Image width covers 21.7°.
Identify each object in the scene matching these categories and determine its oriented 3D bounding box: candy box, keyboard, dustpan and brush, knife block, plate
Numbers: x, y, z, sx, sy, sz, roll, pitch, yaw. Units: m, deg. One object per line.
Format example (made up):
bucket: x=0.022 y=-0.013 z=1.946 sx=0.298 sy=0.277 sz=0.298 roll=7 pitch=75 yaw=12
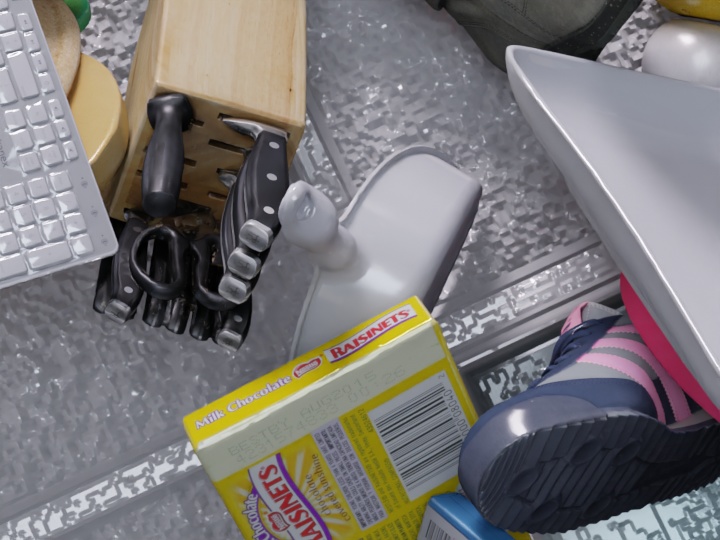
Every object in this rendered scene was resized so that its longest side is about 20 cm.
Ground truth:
candy box: x=0.014 y=0.110 z=0.749 sx=0.102 sy=0.026 sz=0.200 roll=-26 pitch=126 yaw=-3
keyboard: x=-0.150 y=-0.090 z=0.709 sx=0.056 sy=0.011 sz=0.200 roll=-17 pitch=79 yaw=-22
dustpan and brush: x=0.000 y=0.000 z=0.743 sx=0.057 sy=0.200 sz=0.140 roll=25 pitch=82 yaw=5
knife block: x=-0.057 y=-0.067 z=0.763 sx=0.064 sy=0.176 sz=0.200 roll=16 pitch=80 yaw=-14
plate: x=0.164 y=-0.002 z=0.740 sx=0.199 sy=0.032 sz=0.200 roll=7 pitch=41 yaw=-38

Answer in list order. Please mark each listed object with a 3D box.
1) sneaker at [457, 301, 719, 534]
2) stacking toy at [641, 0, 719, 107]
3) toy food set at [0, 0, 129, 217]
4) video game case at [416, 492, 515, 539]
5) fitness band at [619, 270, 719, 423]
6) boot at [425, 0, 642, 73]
sneaker: x=0.093 y=0.052 z=0.758 sx=0.082 sy=0.200 sz=0.070 roll=50 pitch=120 yaw=27
stacking toy: x=0.158 y=-0.160 z=0.822 sx=0.146 sy=0.146 sz=0.200 roll=11 pitch=96 yaw=2
toy food set: x=-0.198 y=-0.056 z=0.781 sx=0.200 sy=0.049 sz=0.198 roll=-29 pitch=39 yaw=-1
video game case: x=0.048 y=0.206 z=0.712 sx=0.143 sy=0.018 sz=0.200 roll=37 pitch=120 yaw=43
fitness band: x=0.197 y=0.044 z=0.770 sx=0.200 sy=0.144 sz=0.037 roll=38 pitch=119 yaw=6
boot: x=0.061 y=-0.146 z=0.772 sx=0.131 sy=0.200 sz=0.068 roll=35 pitch=65 yaw=1
